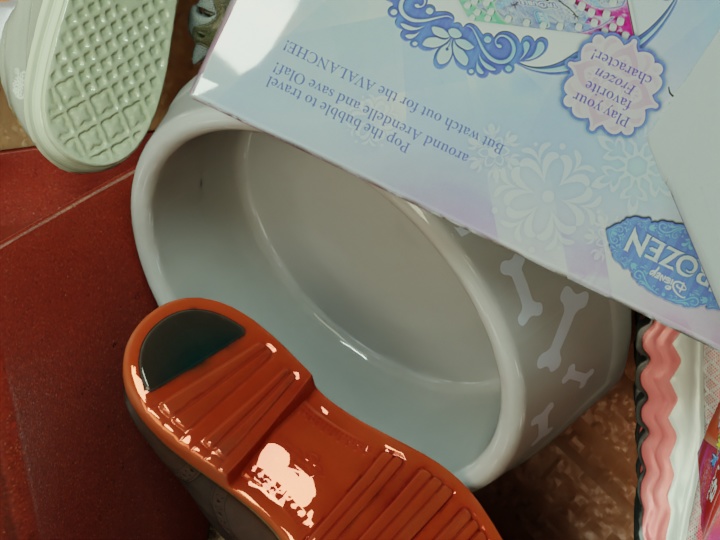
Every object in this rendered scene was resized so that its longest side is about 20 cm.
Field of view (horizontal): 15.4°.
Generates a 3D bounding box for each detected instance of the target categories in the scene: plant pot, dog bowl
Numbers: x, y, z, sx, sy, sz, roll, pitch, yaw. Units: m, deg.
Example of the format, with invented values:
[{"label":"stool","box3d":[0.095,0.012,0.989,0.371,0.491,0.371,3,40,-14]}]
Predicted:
[{"label":"plant pot","box3d":[-0.163,0.060,1.054,0.199,0.200,0.177,-6,105,27]},{"label":"dog bowl","box3d":[0.000,0.000,0.974,0.200,0.059,0.200,27,140,25]}]

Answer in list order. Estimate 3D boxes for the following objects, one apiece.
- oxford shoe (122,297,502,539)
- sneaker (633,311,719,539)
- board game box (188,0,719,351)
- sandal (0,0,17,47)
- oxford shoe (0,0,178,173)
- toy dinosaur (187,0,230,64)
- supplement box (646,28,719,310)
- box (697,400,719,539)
[{"label":"oxford shoe","box3d":[-0.008,0.094,0.980,0.071,0.073,0.200,-40,81,-19]},{"label":"sneaker","box3d":[0.142,0.075,0.962,0.086,0.074,0.201,0,104,6]},{"label":"board game box","box3d":[0.076,-0.104,0.862,0.200,0.043,0.199,26,94,-5]},{"label":"sandal","box3d":[-0.143,-0.160,1.085,0.079,0.059,0.207,13,81,21]},{"label":"oxford shoe","box3d":[-0.093,-0.134,1.035,0.058,0.075,0.201,2,73,60]},{"label":"toy dinosaur","box3d":[0.018,-0.095,0.983,0.200,0.077,0.103,17,101,52]},{"label":"supplement box","box3d":[0.204,-0.033,0.800,0.103,0.199,0.101,120,139,-50]},{"label":"box","box3d":[0.218,0.074,0.873,0.200,0.100,0.096,23,107,0]}]
